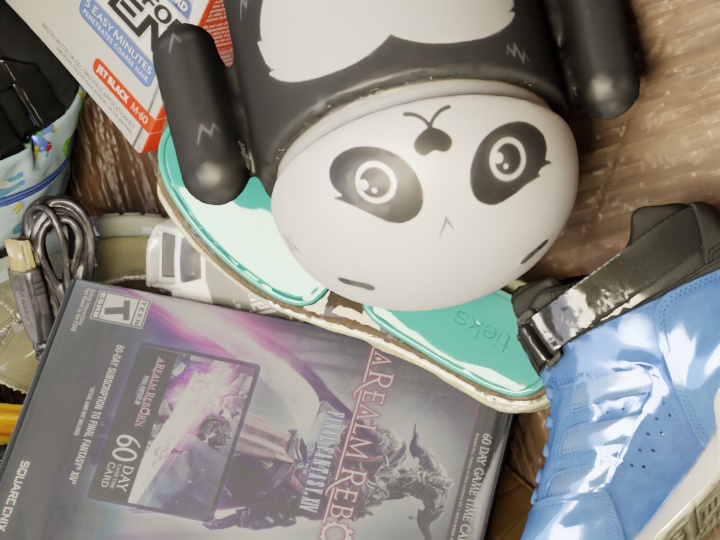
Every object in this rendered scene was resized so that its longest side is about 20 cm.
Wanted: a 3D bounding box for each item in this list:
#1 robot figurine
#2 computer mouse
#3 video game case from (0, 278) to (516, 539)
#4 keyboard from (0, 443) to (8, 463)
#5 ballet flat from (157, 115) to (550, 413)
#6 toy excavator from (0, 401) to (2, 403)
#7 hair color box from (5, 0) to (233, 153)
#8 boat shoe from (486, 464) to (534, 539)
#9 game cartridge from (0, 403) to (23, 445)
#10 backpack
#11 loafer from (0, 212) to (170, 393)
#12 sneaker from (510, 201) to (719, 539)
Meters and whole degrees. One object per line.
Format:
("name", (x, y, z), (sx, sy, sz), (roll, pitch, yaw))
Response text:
("robot figurine", (0.013, -0.083, 1.046), (0.150, 0.125, 0.200), (-32, 58, 35))
("computer mouse", (-0.053, 0.005, 1.183), (0.200, 0.044, 0.110), (-11, 102, 13))
("video game case", (-0.044, 0.079, 1.114), (0.200, 0.143, 0.019), (10, 142, 8))
("keyboard", (-0.144, 0.139, 1.284), (0.200, 0.104, 0.040), (82, 179, -61))
("ballet flat", (0.000, 0.000, 1.116), (0.200, 0.062, 0.068), (34, 89, 6))
("toy excavator", (-0.253, 0.094, 1.344), (0.100, 0.200, 0.195), (50, 134, 20))
("hair color box", (-0.074, -0.162, 1.172), (0.111, 0.064, 0.200), (48, 131, 24))
("boat shoe", (0.064, 0.149, 1.136), (0.200, 0.074, 0.069), (48, 127, 21))
("game cartridge", (-0.193, 0.127, 1.318), (0.200, 0.176, 0.032), (-45, 48, 43))
("backpack", (-0.220, -0.096, 1.291), (0.200, 0.163, 0.154), (30, 133, 26))
("loafer", (-0.141, 0.026, 1.262), (0.200, 0.075, 0.070), (-16, 71, 26))
("sneaker", (0.090, 0.061, 1.052), (0.111, 0.077, 0.200), (47, 114, 20))
